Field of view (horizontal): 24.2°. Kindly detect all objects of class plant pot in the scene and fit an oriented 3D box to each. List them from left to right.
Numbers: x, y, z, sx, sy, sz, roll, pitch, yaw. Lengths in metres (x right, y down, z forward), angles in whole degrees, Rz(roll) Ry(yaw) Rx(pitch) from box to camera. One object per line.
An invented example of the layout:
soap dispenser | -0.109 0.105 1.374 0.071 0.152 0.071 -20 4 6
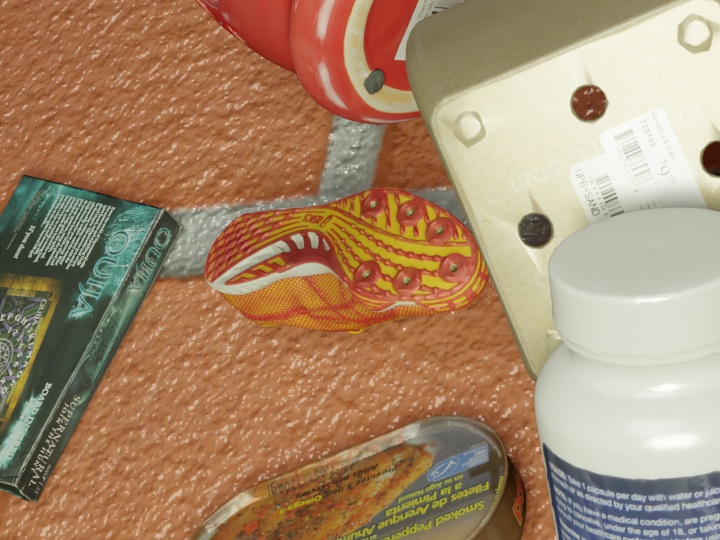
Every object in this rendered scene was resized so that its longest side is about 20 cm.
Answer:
plant pot | -0.003 -0.202 1.001 0.200 0.200 0.183 -41 53 1
plant pot | 0.129 -0.051 0.787 0.199 0.177 0.201 -21 97 17

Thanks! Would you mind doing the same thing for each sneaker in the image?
sneaker | 0.000 0.000 0.945 0.199 0.077 0.073 3 62 46

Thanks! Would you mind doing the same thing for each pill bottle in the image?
pill bottle | 0.130 0.082 0.677 0.110 0.201 0.111 -10 23 4

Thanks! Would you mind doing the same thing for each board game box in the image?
board game box | -0.213 0.039 1.080 0.135 0.028 0.201 14 69 35

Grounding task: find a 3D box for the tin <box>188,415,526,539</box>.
tin | -0.007 0.144 0.872 0.199 0.042 0.112 -23 28 16
